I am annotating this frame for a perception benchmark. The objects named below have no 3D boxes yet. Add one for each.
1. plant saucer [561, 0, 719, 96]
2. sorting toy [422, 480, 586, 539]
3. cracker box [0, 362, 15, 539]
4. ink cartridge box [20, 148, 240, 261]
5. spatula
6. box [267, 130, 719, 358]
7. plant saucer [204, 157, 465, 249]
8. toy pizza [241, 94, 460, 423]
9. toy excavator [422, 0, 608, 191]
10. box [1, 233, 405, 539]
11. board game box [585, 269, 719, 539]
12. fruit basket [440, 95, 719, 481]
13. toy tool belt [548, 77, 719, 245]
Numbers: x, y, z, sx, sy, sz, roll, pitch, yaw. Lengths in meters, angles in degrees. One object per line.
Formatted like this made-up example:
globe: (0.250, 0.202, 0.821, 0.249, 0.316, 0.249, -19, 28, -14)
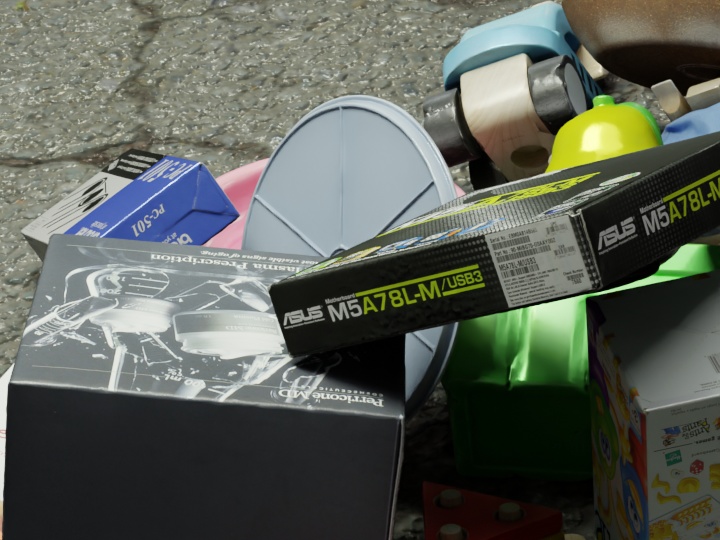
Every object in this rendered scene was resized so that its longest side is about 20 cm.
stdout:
plant saucer: (0.223, -0.140, 1.807, 0.200, 0.037, 0.200, 9, -9, 2)
sorting toy: (0.026, 0.178, 1.480, 0.198, 0.070, 0.200, -3, 24, 1)
cracker box: (-0.155, 0.113, 1.595, 0.134, 0.058, 0.200, 28, 41, 8)
ink cartridge box: (-0.144, -0.028, 1.750, 0.094, 0.044, 0.200, -37, 14, -10)
spatula: (0.158, -0.011, 1.505, 0.056, 0.021, 0.200, -14, 5, 36)
box: (0.085, -0.017, 1.434, 0.200, 0.048, 0.193, -13, 10, 40)
plant saucer: (-0.023, -0.004, 1.796, 0.200, 0.051, 0.201, -3, 35, 2)
toy pizza: (0.000, 0.000, 1.640, 0.032, 0.201, 0.200, 2, 24, -40)
toy excavator: (0.122, -0.133, 1.896, 0.100, 0.194, 0.201, -16, 54, 22)
box: (-0.077, 0.070, 1.490, 0.199, 0.104, 0.182, 5, 26, -1)
board game box: (0.181, 0.112, 1.470, 0.104, 0.201, 0.103, -11, 35, -9)
fruit basket: (0.141, 0.012, 1.659, 0.215, 0.156, 0.216, -4, 49, 4)
toy tool belt: (0.225, -0.068, 1.739, 0.200, 0.123, 0.125, -25, 29, 26)
